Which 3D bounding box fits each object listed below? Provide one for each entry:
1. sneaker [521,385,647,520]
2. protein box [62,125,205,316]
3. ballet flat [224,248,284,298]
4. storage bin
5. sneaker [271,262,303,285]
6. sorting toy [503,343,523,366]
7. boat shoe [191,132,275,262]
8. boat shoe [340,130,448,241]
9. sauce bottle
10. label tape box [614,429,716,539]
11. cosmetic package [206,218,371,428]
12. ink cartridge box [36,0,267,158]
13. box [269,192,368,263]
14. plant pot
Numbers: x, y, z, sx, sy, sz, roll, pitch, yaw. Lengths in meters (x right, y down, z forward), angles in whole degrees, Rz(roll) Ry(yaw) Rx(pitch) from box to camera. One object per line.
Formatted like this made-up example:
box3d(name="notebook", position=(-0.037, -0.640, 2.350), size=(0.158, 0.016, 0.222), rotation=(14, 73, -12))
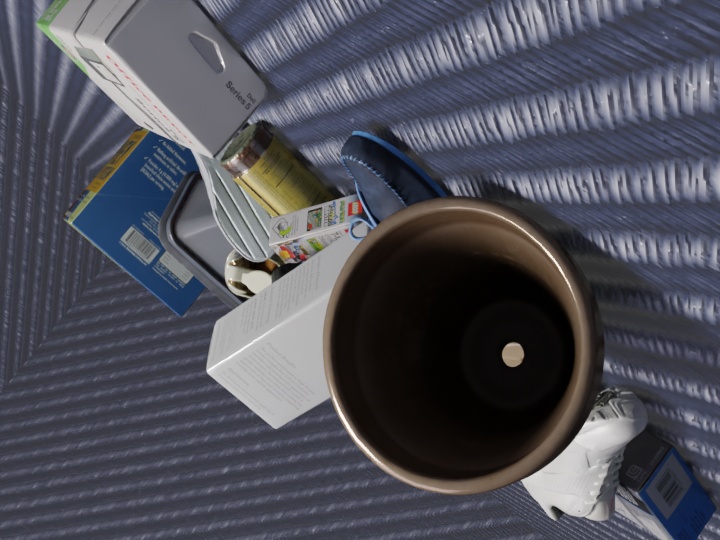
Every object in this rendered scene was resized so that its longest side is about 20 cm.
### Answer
box3d(name="sneaker", position=(0.213, 0.175, 0.924), size=(0.100, 0.077, 0.200), rotation=(56, 153, 12))
box3d(name="protein box", position=(-0.270, -0.083, 1.405), size=(0.198, 0.201, 0.135), rotation=(42, 170, -20))
box3d(name="ballet flat", position=(-0.116, 0.003, 1.139), size=(0.062, 0.069, 0.199), rotation=(4, -175, -37))
box3d(name="storage bin", position=(-0.129, -0.047, 1.285), size=(0.133, 0.147, 0.200), rotation=(-11, 135, 42))
box3d(name="sneaker", position=(0.011, 0.015, 0.983), size=(0.196, 0.091, 0.077), rotation=(9, -135, -19))
box3d(name="sorting toy", position=(0.119, 0.097, 0.983), size=(0.197, 0.037, 0.185), rotation=(-2, 156, 34))
box3d(name="boat shoe", position=(-0.138, -0.109, 1.111), size=(0.067, 0.072, 0.203), rotation=(-76, -35, -82))
box3d(name="boat shoe", position=(0.046, -0.027, 0.817), size=(0.200, 0.069, 0.084), rotation=(46, 169, -31))
box3d(name="sauce bottle", position=(-0.060, -0.067, 1.066), size=(0.200, 0.065, 0.065), rotation=(45, 169, -25))
box3d(name="label tape box", position=(0.254, 0.194, 1.052), size=(0.199, 0.064, 0.144), rotation=(29, 165, 50))
box3d(name="cosmetic package", position=(-0.036, 0.052, 0.914), size=(0.102, 0.198, 0.075), rotation=(44, -153, -29))
box3d(name="ink cartridge box", position=(-0.194, -0.196, 0.925), size=(0.146, 0.084, 0.199), rotation=(46, 169, -35))
box3d(name="box", position=(0.000, 0.000, 1.044), size=(0.108, 0.035, 0.200), rotation=(-14, 143, 22))
box3d(name="plant pot", position=(0.092, 0.059, 0.757), size=(0.199, 0.202, 0.174), rotation=(35, -173, 23))
